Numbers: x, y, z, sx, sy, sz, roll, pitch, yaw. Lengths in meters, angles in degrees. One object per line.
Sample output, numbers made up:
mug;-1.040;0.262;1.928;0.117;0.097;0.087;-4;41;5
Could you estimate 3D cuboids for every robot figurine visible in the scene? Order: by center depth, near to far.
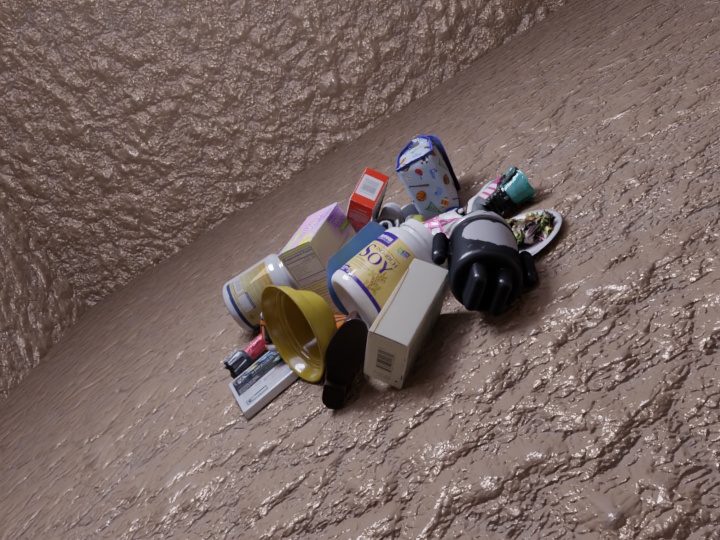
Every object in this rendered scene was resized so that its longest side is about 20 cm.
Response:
robot figurine;0.205;-0.016;1.070;0.124;0.150;0.202;-32;26;25

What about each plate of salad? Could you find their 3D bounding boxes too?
plate of salad;0.281;-0.063;1.208;0.198;0.048;0.201;-31;18;11

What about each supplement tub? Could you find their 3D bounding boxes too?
supplement tub;0.058;0.009;1.250;0.199;0.147;0.145;-39;19;-14
supplement tub;-0.239;0.048;1.654;0.198;0.146;0.145;-31;19;7

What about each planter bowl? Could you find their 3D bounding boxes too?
planter bowl;-0.102;0.104;1.228;0.083;0.204;0.199;-28;13;-31

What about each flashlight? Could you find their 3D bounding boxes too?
flashlight;-0.228;0.160;1.484;0.200;0.068;0.068;-43;16;-28

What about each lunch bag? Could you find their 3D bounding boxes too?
lunch bag;0.174;-0.238;1.619;0.122;0.172;0.201;-25;20;14

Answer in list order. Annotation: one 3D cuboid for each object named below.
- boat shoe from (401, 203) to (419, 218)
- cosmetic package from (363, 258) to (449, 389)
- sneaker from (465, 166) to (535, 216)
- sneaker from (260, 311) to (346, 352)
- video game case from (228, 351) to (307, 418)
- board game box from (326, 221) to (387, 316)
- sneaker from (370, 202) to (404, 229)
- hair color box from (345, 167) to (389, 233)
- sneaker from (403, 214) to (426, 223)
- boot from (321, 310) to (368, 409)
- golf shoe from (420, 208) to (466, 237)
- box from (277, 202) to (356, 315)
boat shoe;0.083;-0.094;1.584;0.056;0.069;0.201;-13;30;46
cosmetic package;0.079;0.084;1.073;0.072;0.105;0.201;19;42;15
sneaker;0.301;-0.149;1.340;0.120;0.084;0.201;-29;16;44
sneaker;-0.113;0.093;1.321;0.196;0.114;0.078;-13;13;-2
video game case;-0.179;0.210;1.353;0.199;0.024;0.181;-39;20;-12
board game box;0.000;0.000;1.342;0.200;0.160;0.039;-43;31;-26
sneaker;0.065;-0.098;1.464;0.073;0.116;0.203;5;55;7
hair color box;0.006;-0.127;1.509;0.201;0.063;0.112;108;-173;-54
sneaker;0.140;-0.068;1.433;0.088;0.080;0.201;-6;28;15
boot;-0.016;0.115;1.133;0.201;0.063;0.189;-68;0;-61
golf shoe;0.176;-0.078;1.271;0.093;0.072;0.199;-53;25;-9
box;-0.063;-0.012;1.419;0.095;0.202;0.177;-21;23;31
